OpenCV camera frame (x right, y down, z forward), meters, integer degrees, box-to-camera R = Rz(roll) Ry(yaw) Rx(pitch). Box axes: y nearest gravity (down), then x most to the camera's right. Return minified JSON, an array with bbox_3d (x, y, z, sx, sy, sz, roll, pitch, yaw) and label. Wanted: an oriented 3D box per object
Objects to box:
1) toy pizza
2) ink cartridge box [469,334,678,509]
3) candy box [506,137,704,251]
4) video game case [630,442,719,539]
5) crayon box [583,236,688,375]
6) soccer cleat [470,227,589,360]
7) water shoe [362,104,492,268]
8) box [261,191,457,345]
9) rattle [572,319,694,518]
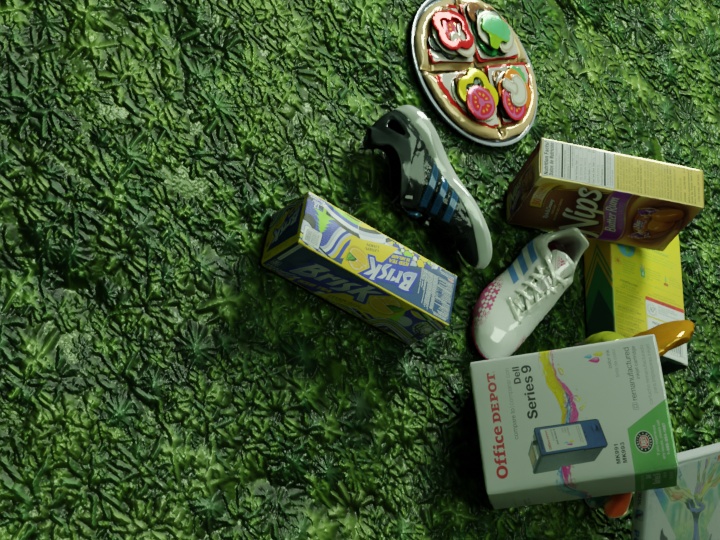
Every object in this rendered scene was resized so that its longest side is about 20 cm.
[{"bbox_3d":[0.142,-0.244,1.853,0.200,0.032,0.201,17,60,-33],"label":"toy pizza"},{"bbox_3d":[0.221,0.160,1.624,0.088,0.199,0.146,59,24,-67],"label":"ink cartridge box"},{"bbox_3d":[0.280,-0.085,1.795,0.199,0.117,0.057,11,62,-10],"label":"candy box"},{"bbox_3d":[0.373,0.291,1.759,0.199,0.022,0.183,-6,103,-41],"label":"video game case"},{"bbox_3d":[0.331,0.015,1.882,0.127,0.051,0.201,19,60,-32],"label":"crayon box"},{"bbox_3d":[0.190,0.018,1.739,0.070,0.086,0.200,48,48,-13],"label":"soccer cleat"},{"bbox_3d":[0.071,-0.081,1.711,0.079,0.071,0.201,-30,93,-16],"label":"water shoe"},{"bbox_3d":[0.000,0.000,1.599,0.200,0.070,0.065,30,53,-27],"label":"box"},{"bbox_3d":[0.314,0.167,1.747,0.142,0.130,0.201,-3,74,-41],"label":"rattle"}]
